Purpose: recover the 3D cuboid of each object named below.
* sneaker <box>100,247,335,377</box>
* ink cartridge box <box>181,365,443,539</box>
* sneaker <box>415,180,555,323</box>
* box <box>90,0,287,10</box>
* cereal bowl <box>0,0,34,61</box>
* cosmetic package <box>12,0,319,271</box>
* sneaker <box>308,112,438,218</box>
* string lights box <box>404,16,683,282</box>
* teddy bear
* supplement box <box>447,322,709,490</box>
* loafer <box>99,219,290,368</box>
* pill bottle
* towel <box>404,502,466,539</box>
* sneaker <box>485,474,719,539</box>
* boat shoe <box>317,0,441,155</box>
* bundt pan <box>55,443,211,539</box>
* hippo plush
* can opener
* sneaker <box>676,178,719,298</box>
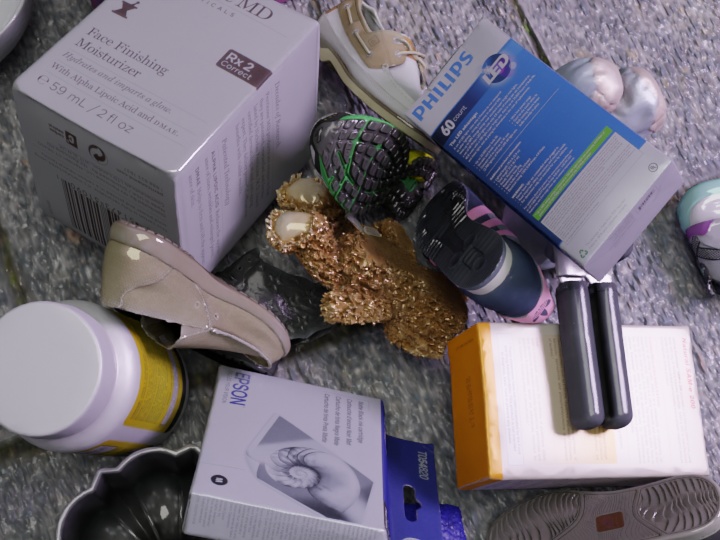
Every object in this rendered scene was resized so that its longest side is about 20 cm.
[{"bbox_3d":[-0.115,0.023,1.052,0.198,0.060,0.105,26,73,1],"label":"sneaker"},{"bbox_3d":[-0.028,0.152,0.941,0.198,0.200,0.041,13,112,-6],"label":"ink cartridge box"},{"bbox_3d":[0.103,-0.011,1.028,0.082,0.200,0.070,37,104,-23],"label":"sneaker"},{"bbox_3d":[-0.159,-0.303,1.098,0.198,0.176,0.098,-20,72,-9],"label":"box"},{"bbox_3d":[-0.396,-0.252,1.120,0.197,0.083,0.203,1,71,-2],"label":"cereal bowl"},{"bbox_3d":[-0.154,-0.125,1.013,0.164,0.166,0.201,28,58,15],"label":"cosmetic package"},{"bbox_3d":[-0.004,-0.095,1.033,0.085,0.200,0.079,33,94,18],"label":"sneaker"},{"bbox_3d":[0.140,-0.097,0.945,0.103,0.059,0.200,-49,63,7],"label":"string lights box"},{"bbox_3d":[0.000,0.000,1.035,0.199,0.067,0.146,28,31,-29],"label":"teddy bear"},{"bbox_3d":[0.177,0.113,0.998,0.198,0.074,0.128,3,72,-17],"label":"supplement box"},{"bbox_3d":[-0.133,0.032,0.941,0.075,0.200,0.069,23,78,46],"label":"loafer"},{"bbox_3d":[-0.212,0.085,0.940,0.113,0.200,0.116,-1,80,7],"label":"pill bottle"},{"bbox_3d":[0.009,0.254,0.932,0.198,0.049,0.149,6,69,-34],"label":"towel"},{"bbox_3d":[0.208,0.235,0.986,0.198,0.107,0.075,-12,40,22],"label":"sneaker"},{"bbox_3d":[0.021,-0.182,1.082,0.069,0.075,0.200,-48,54,9],"label":"boat shoe"},{"bbox_3d":[-0.147,0.245,0.962,0.199,0.076,0.204,1,72,-2],"label":"bundt pan"},{"bbox_3d":[0.178,-0.084,1.045,0.198,0.159,0.163,3,80,-19],"label":"hippo plush"},{"bbox_3d":[0.187,0.021,0.952,0.053,0.067,0.203,2,72,-20],"label":"can opener"},{"bbox_3d":[0.394,-0.021,1.083,0.198,0.078,0.142,-13,73,3],"label":"sneaker"}]
